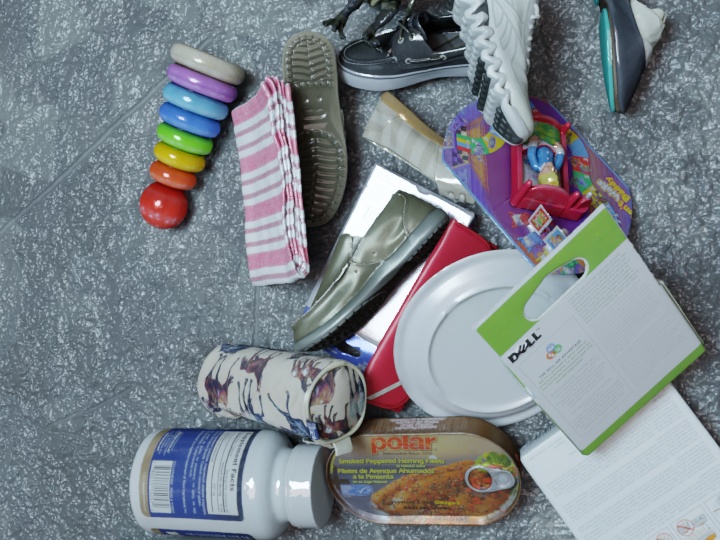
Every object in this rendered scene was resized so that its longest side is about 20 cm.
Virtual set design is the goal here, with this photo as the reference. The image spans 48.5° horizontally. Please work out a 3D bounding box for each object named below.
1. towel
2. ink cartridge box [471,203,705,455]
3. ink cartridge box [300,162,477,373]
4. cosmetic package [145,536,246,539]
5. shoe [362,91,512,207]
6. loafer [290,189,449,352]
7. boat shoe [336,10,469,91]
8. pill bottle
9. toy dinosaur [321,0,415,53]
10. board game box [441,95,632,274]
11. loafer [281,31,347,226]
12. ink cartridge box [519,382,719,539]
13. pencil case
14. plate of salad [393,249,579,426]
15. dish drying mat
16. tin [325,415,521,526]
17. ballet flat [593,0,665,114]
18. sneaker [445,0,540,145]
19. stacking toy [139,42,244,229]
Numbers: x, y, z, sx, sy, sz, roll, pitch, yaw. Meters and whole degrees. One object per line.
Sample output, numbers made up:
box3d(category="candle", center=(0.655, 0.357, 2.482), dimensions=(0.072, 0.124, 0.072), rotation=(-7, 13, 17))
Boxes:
box3d(category="towel", center=(-0.100, -0.085, 0.833), dimensions=(0.030, 0.146, 0.203), rotation=(-5, 87, -25))
box3d(category="ink cartridge box", center=(0.187, 0.043, 0.695), dimensions=(0.148, 0.076, 0.200), rotation=(-43, 120, 4))
box3d(category="ink cartridge box", center=(0.025, 0.004, 0.838), dimensions=(0.118, 0.042, 0.202), rotation=(29, 95, 13))
box3d(category="cosmetic package", center=(-0.201, 0.354, 0.878), dimensions=(0.197, 0.090, 0.108), rotation=(-13, 83, 19))
box3d(category="shoe", center=(0.082, -0.103, 0.807), dimensions=(0.200, 0.070, 0.053), rotation=(43, 92, 22))
box3d(category="loafer", center=(0.000, 0.000, 0.794), dimensions=(0.200, 0.075, 0.070), rotation=(-44, 74, 1))
box3d(category="boat shoe", center=(0.067, -0.230, 0.802), dimensions=(0.197, 0.067, 0.071), rotation=(2, 58, 15))
box3d(category="pill bottle", center=(-0.132, 0.224, 0.845), dimensions=(0.197, 0.111, 0.113), rotation=(-2, 89, 16))
box3d(category="toy dinosaur", center=(0.013, -0.266, 0.789), dimensions=(0.089, 0.047, 0.199), rotation=(-57, 32, -4))
box3d(category="board game box", center=(0.177, -0.096, 0.745), dimensions=(0.157, 0.039, 0.201), rotation=(-33, 77, -29))
box3d(category="loafer", center=(-0.048, -0.149, 0.849), dimensions=(0.074, 0.068, 0.203), rotation=(3, 107, 1))
box3d(category="ink cartridge box", center=(0.274, 0.212, 0.763), dimensions=(0.159, 0.047, 0.201), rotation=(-38, 83, 12))
box3d(category="pencil case", center=(-0.085, 0.125, 0.812), dimensions=(0.198, 0.077, 0.091), rotation=(3, 88, 45))
box3d(category="plate of salad", center=(0.128, 0.066, 0.773), dimensions=(0.197, 0.048, 0.203), rotation=(-3, 117, -5))
box3d(category="dish drying mat", center=(0.066, 0.050, 0.802), dimensions=(0.202, 0.076, 0.018), rotation=(-59, 39, 6))
box3d(category="tin", center=(0.063, 0.201, 0.806), dimensions=(0.197, 0.042, 0.113), rotation=(-4, 117, 16))
box3d(category="ballet flat", center=(0.251, -0.254, 0.760), dimensions=(0.072, 0.073, 0.203), rotation=(-12, 84, 16))
box3d(category="sneaker", center=(0.131, -0.215, 0.726), dimensions=(0.080, 0.075, 0.203), rotation=(-14, 81, -4))
box3d(category="stacking toy", center=(-0.198, -0.142, 0.888), dimensions=(0.084, 0.085, 0.202), rotation=(23, 100, 15))
